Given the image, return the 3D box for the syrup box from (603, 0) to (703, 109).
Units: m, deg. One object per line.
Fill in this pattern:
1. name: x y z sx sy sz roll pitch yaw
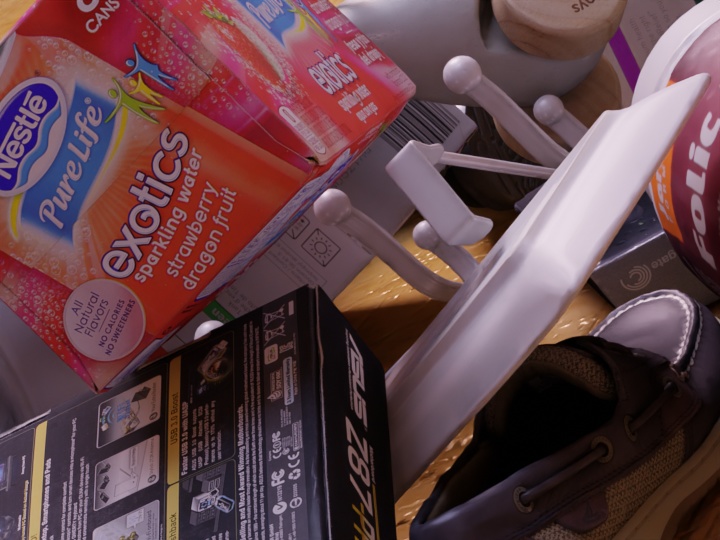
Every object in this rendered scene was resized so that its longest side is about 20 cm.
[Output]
1. syrup box: 0.193 -0.125 1.207 0.200 0.081 0.079 -21 17 19

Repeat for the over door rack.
1. over door rack: 0.000 0.000 1.017 0.148 0.067 0.200 -47 -8 18

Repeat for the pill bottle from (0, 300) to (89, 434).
1. pill bottle: -0.190 0.069 0.982 0.200 0.114 0.114 -38 19 -26

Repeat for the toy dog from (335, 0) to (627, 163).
1. toy dog: 0.014 -0.111 1.113 0.132 0.200 0.096 131 151 -53

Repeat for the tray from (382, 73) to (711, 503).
1. tray: 0.036 0.019 0.917 0.107 0.022 0.200 -54 1 -40

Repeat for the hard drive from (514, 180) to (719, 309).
1. hard drive: 0.162 -0.050 1.098 0.200 0.042 0.135 -31 16 -2

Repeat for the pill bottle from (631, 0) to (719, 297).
1. pill bottle: 0.155 -0.030 0.926 0.114 0.114 0.200 -29 16 -2

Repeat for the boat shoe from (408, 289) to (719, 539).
1. boat shoe: 0.068 0.051 0.914 0.072 0.065 0.200 -18 20 32

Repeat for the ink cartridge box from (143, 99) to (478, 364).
1. ink cartridge box: -0.042 0.009 1.207 0.200 0.050 0.109 -48 2 39

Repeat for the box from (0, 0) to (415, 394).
1. box: -0.060 -0.045 0.932 0.100 0.095 0.200 -45 0 14

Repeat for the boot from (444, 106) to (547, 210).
1. boot: -0.012 -0.041 1.311 0.200 0.066 0.165 -18 11 22

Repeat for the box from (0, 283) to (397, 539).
1. box: -0.066 0.113 0.851 0.161 0.049 0.200 -25 39 16
